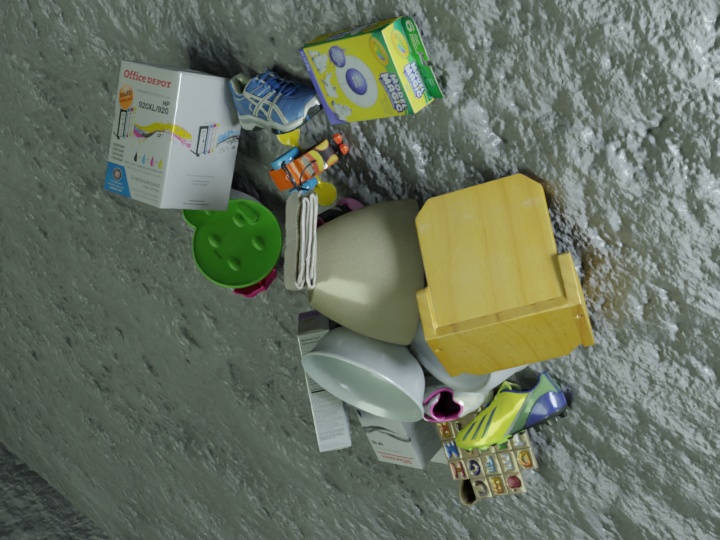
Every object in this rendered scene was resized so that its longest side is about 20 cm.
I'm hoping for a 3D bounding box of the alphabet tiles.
[{"bbox_3d":[0.186,0.252,1.596,0.165,0.006,0.204,-18,91,41],"label":"alphabet tiles"}]

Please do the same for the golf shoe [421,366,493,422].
[{"bbox_3d":[0.106,0.194,1.580,0.198,0.091,0.077,-15,102,43],"label":"golf shoe"}]

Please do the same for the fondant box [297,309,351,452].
[{"bbox_3d":[-0.061,0.180,1.728,0.144,0.057,0.204,-103,3,-78],"label":"fondant box"}]

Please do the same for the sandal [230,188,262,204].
[{"bbox_3d":[-0.241,-0.143,1.759,0.200,0.050,0.083,30,154,6],"label":"sandal"}]

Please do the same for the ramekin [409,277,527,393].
[{"bbox_3d":[0.148,0.081,1.469,0.201,0.094,0.205,31,141,28],"label":"ramekin"}]

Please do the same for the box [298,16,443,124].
[{"bbox_3d":[0.014,-0.258,1.350,0.198,0.048,0.119,0,122,48],"label":"box"}]

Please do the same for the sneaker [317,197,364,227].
[{"bbox_3d":[-0.022,-0.002,1.549,0.078,0.095,0.204,-13,95,42],"label":"sneaker"}]

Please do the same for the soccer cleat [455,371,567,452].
[{"bbox_3d":[0.214,0.207,1.515,0.199,0.064,0.085,-30,82,38],"label":"soccer cleat"}]

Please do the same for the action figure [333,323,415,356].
[{"bbox_3d":[0.048,0.095,1.626,0.197,0.069,0.132,19,130,34],"label":"action figure"}]

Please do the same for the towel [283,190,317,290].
[{"bbox_3d":[-0.086,-0.038,1.436,0.200,0.034,0.136,166,107,-81],"label":"towel"}]

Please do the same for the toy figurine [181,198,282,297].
[{"bbox_3d":[-0.210,-0.032,1.744,0.200,0.150,0.185,46,168,16],"label":"toy figurine"}]

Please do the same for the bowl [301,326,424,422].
[{"bbox_3d":[0.018,0.138,1.535,0.198,0.092,0.202,23,158,9],"label":"bowl"}]

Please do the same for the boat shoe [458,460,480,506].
[{"bbox_3d":[0.200,0.311,1.652,0.072,0.065,0.202,37,143,18],"label":"boat shoe"}]

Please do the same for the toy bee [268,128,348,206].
[{"bbox_3d":[-0.068,-0.152,1.517,0.132,0.108,0.200,62,170,-31],"label":"toy bee"}]

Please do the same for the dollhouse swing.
[{"bbox_3d":[0.178,0.009,1.333,0.196,0.179,0.182,-15,149,14],"label":"dollhouse swing"}]

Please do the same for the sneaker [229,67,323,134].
[{"bbox_3d":[-0.125,-0.248,1.495,0.198,0.076,0.078,5,130,46],"label":"sneaker"}]

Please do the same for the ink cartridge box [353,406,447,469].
[{"bbox_3d":[0.065,0.266,1.766,0.115,0.067,0.203,0,121,49],"label":"ink cartridge box"}]

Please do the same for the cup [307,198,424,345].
[{"bbox_3d":[0.000,0.000,1.434,0.140,0.203,0.202,2,141,-9],"label":"cup"}]

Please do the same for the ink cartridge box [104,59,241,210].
[{"bbox_3d":[-0.285,-0.208,1.590,0.145,0.143,0.204,18,102,37],"label":"ink cartridge box"}]
